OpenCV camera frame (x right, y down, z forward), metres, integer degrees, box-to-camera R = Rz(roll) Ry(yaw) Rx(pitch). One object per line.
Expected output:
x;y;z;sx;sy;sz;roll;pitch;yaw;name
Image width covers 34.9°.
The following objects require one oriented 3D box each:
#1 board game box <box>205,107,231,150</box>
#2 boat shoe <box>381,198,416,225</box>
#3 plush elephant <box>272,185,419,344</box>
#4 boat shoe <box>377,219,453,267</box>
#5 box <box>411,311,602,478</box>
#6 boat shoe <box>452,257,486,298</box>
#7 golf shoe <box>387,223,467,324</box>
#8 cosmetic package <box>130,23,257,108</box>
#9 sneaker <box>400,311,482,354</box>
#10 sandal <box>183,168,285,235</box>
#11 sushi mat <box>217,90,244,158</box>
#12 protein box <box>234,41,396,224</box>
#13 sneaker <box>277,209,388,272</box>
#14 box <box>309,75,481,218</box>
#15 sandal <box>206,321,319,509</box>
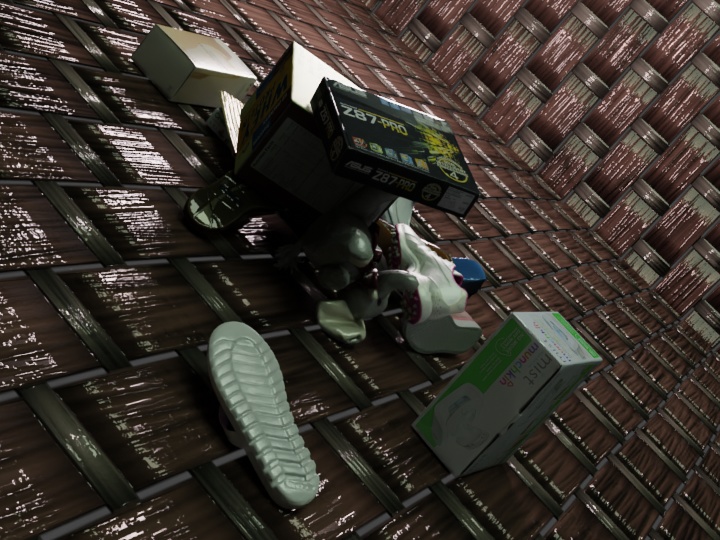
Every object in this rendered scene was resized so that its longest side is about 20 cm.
-0.148;-0.198;1.822;0.126;0.035;0.200;46;19;14;board game box
0.064;-0.140;1.788;0.073;0.066;0.202;31;50;-58;boat shoe
0.000;0.000;1.489;0.155;0.199;0.165;47;39;-22;plush elephant
0.046;-0.031;1.711;0.198;0.071;0.070;26;6;12;boat shoe
0.189;0.156;1.455;0.097;0.200;0.176;48;20;21;box
0.097;0.018;1.774;0.198;0.069;0.085;13;41;-14;boat shoe
0.091;0.004;1.595;0.090;0.076;0.201;-2;37;-11;golf shoe
-0.259;-0.318;1.807;0.105;0.071;0.200;46;18;12;cosmetic package
0.095;0.063;1.677;0.105;0.075;0.200;49;17;29;sneaker
-0.168;-0.081;1.503;0.082;0.055;0.200;44;33;6;sandal
-0.165;-0.202;1.723;0.095;0.012;0.201;30;24;-31;sushi mat
-0.054;-0.174;1.585;0.199;0.135;0.199;33;26;-21;protein box
-0.048;-0.038;1.648;0.200;0.075;0.082;42;43;1;sneaker
0.042;-0.155;1.448;0.198;0.049;0.162;17;33;-27;box
-0.107;0.144;1.124;0.082;0.050;0.204;1;55;-42;sandal
